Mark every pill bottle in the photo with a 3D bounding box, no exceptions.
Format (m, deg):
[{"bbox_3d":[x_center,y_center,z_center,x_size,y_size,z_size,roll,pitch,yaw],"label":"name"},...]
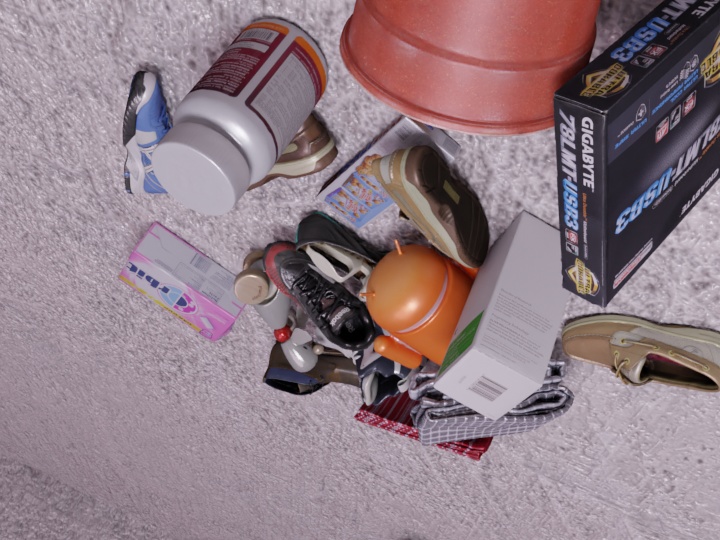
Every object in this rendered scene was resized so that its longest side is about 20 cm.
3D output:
[{"bbox_3d":[-0.119,-0.156,0.784,0.109,0.200,0.110,19,144,14],"label":"pill bottle"}]

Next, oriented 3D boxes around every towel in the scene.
[{"bbox_3d":[0.163,0.175,1.021,0.200,0.086,0.166,-6,164,-1],"label":"towel"},{"bbox_3d":[0.108,0.209,1.158,0.200,0.145,0.023,14,116,19],"label":"towel"}]

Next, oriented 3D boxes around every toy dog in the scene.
[{"bbox_3d":[-0.101,0.048,1.128,0.096,0.132,0.200,-24,135,12],"label":"toy dog"}]

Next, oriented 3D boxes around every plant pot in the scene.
[{"bbox_3d":[0.095,-0.234,0.547,0.200,0.201,0.195,21,137,10],"label":"plant pot"}]

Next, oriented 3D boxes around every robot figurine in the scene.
[{"bbox_3d":[0.089,0.042,0.954,0.144,0.117,0.200,-30,131,34],"label":"robot figurine"}]

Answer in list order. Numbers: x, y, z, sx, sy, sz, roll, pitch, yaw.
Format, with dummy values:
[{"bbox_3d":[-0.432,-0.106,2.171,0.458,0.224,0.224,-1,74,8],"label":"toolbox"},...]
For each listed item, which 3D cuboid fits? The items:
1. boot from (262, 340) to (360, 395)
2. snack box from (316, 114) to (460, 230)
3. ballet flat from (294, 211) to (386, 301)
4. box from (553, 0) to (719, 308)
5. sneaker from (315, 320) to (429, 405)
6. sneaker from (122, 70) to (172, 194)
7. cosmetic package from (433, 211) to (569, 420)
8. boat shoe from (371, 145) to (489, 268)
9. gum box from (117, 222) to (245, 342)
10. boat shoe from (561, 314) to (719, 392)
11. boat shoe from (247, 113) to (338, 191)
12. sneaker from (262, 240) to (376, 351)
[{"bbox_3d":[-0.060,0.176,1.258,0.200,0.097,0.075,22,145,10],"label":"boot"},{"bbox_3d":[0.026,-0.111,0.895,0.072,0.024,0.200,37,145,-15],"label":"snack box"},{"bbox_3d":[0.000,0.000,1.017,0.200,0.068,0.068,28,144,-1],"label":"ballet flat"},{"bbox_3d":[0.231,-0.102,0.614,0.050,0.200,0.199,31,151,38],"label":"box"},{"bbox_3d":[0.002,0.132,1.131,0.199,0.130,0.080,9,139,26],"label":"sneaker"},{"bbox_3d":[-0.260,-0.173,0.990,0.077,0.076,0.200,7,146,-8],"label":"sneaker"},{"bbox_3d":[0.164,0.048,0.849,0.085,0.200,0.108,28,143,-3],"label":"cosmetic package"},{"bbox_3d":[0.078,-0.069,0.860,0.076,0.072,0.200,1,148,34],"label":"boat shoe"},{"bbox_3d":[-0.275,0.025,1.240,0.200,0.066,0.113,36,144,-11],"label":"gum box"},{"bbox_3d":[0.331,0.101,0.919,0.200,0.066,0.074,2,138,33],"label":"boat shoe"},{"bbox_3d":[-0.123,-0.145,0.923,0.202,0.075,0.075,-11,124,30],"label":"boat shoe"},{"bbox_3d":[-0.049,0.037,1.039,0.200,0.071,0.098,46,176,-15],"label":"sneaker"}]
